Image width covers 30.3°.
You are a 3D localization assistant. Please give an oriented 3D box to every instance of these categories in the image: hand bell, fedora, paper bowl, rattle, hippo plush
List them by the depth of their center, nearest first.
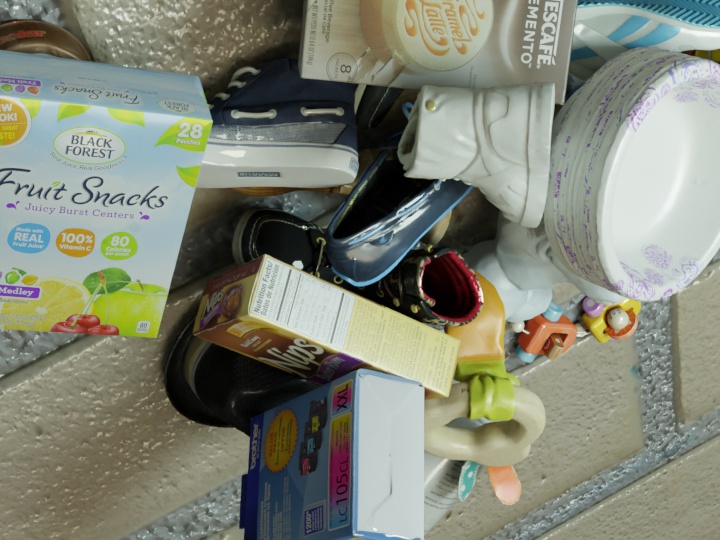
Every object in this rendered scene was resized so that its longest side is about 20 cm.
[{"bbox_3d":[0.228,-0.084,1.109,0.199,0.104,0.204,-18,118,-37],"label":"paper bowl"},{"bbox_3d":[-0.029,-0.077,1.124,0.197,0.105,0.105,2,127,-19],"label":"hand bell"},{"bbox_3d":[-0.077,0.101,1.225,0.198,0.092,0.203,-18,134,-19],"label":"fedora"},{"bbox_3d":[0.164,0.003,1.247,0.199,0.160,0.161,-10,146,-51],"label":"hippo plush"},{"bbox_3d":[0.109,0.119,1.248,0.129,0.144,0.200,-27,147,8],"label":"rattle"}]

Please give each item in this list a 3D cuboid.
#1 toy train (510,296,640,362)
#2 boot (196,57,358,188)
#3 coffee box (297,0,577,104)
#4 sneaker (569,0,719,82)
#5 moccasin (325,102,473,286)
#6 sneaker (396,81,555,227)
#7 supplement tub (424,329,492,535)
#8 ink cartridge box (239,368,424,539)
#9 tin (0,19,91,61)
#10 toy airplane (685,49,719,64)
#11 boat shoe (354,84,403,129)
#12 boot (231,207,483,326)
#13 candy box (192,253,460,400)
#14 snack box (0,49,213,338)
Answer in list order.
[{"bbox_3d":[0.255,0.029,1.403,0.149,0.056,0.201,11,120,-39],"label":"toy train"},{"bbox_3d":[-0.099,-0.118,1.050,0.196,0.092,0.073,2,166,-6],"label":"boot"},{"bbox_3d":[0.056,-0.194,0.988,0.196,0.080,0.116,4,104,-5],"label":"coffee box"},{"bbox_3d":[0.222,-0.207,1.136,0.196,0.077,0.082,3,135,4],"label":"sneaker"},{"bbox_3d":[0.047,-0.077,1.056,0.201,0.080,0.068,-56,151,-15],"label":"moccasin"},{"bbox_3d":[0.086,-0.088,0.994,0.113,0.075,0.200,3,162,8],"label":"sneaker"},{"bbox_3d":[0.062,0.176,1.354,0.131,0.132,0.201,26,111,-44],"label":"supplement tub"},{"bbox_3d":[-0.033,0.179,1.118,0.075,0.139,0.199,16,152,-30],"label":"ink cartridge box"},{"bbox_3d":[-0.245,-0.090,0.997,0.111,0.042,0.202,-18,134,-25],"label":"tin"},{"bbox_3d":[0.377,-0.211,1.212,0.196,0.143,0.201,3,148,6],"label":"toy airplane"},{"bbox_3d":[0.061,-0.188,1.069,0.201,0.066,0.074,-57,175,13],"label":"boat shoe"},{"bbox_3d":[0.000,0.000,1.139,0.199,0.149,0.074,32,68,-45],"label":"boot"},{"bbox_3d":[-0.029,0.057,1.126,0.198,0.116,0.057,25,68,-24],"label":"candy box"},{"bbox_3d":[-0.211,-0.050,0.963,0.166,0.068,0.202,3,125,-23],"label":"snack box"}]
